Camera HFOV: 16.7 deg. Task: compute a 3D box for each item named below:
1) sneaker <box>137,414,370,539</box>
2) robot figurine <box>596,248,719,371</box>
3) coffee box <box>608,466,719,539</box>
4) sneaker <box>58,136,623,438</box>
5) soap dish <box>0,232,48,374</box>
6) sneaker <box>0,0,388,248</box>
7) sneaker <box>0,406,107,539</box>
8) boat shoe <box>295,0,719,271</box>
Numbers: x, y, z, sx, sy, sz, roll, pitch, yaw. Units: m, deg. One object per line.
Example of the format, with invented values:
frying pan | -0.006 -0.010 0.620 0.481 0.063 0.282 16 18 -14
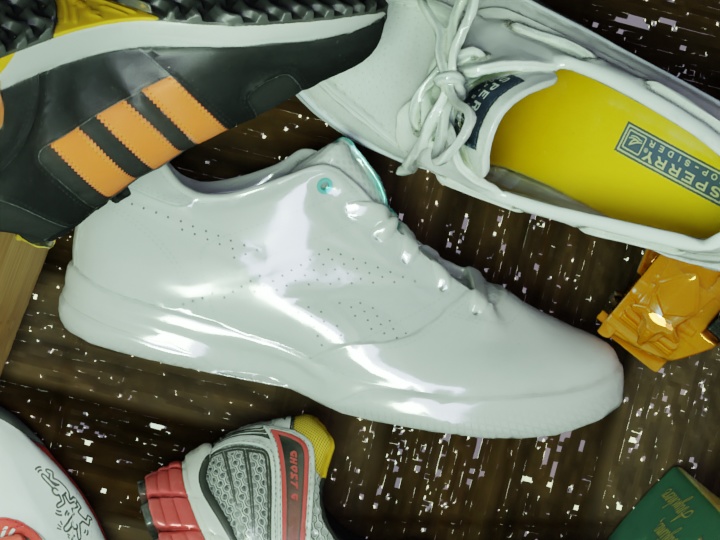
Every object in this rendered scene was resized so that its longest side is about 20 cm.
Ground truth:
sneaker | 0.004 0.141 0.864 0.082 0.078 0.200 -32 98 -3
robot figurine | 0.179 -0.027 0.835 0.145 0.058 0.200 40 111 4
coffee box | 0.180 0.155 0.855 0.200 0.123 0.044 40 93 -5
sneaker | 0.000 0.000 0.848 0.199 0.075 0.089 13 100 -4
soap dish | -0.192 -0.059 0.828 0.200 0.081 0.158 21 94 -7
sneaker | -0.085 -0.053 0.778 0.200 0.070 0.090 -13 132 -32
sneaker | -0.109 0.139 0.840 0.067 0.108 0.202 -23 97 -1
boat shoe | 0.045 -0.052 0.808 0.202 0.086 0.075 28 100 21
